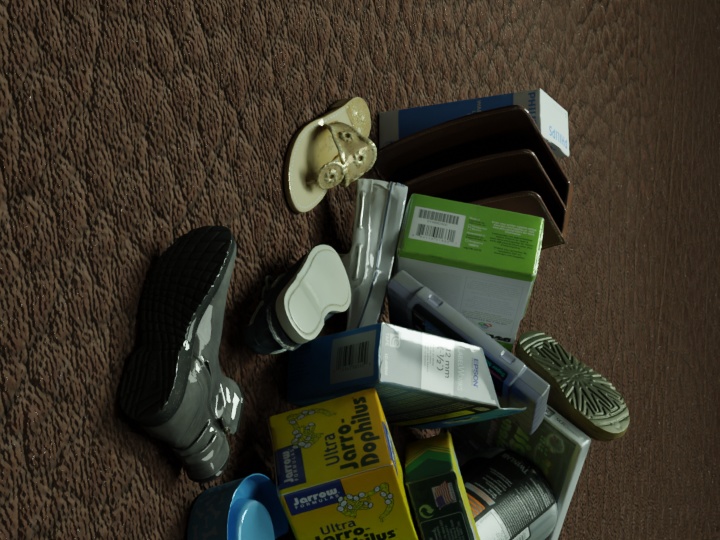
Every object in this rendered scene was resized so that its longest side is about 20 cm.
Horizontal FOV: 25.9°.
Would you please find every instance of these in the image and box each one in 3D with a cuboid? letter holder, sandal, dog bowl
[{"bbox_3d":[0.116,-0.086,1.757,0.142,0.200,0.101,55,33,-32],"label":"letter holder"},{"bbox_3d":[-0.013,-0.133,1.666,0.212,0.070,0.078,-56,134,-54],"label":"sandal"},{"bbox_3d":[-0.105,0.282,1.391,0.111,0.050,0.200,-11,93,-65],"label":"dog bowl"}]

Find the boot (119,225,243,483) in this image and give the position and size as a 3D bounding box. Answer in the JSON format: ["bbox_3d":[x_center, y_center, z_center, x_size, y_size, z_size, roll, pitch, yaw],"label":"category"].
[{"bbox_3d":[-0.139,0.072,1.363,0.132,0.070,0.200,55,48,-51],"label":"boot"}]

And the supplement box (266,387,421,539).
[{"bbox_3d":[-0.006,0.229,1.485,0.109,0.109,0.200,-104,177,-52],"label":"supplement box"}]

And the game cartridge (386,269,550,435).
[{"bbox_3d":[0.110,0.088,1.646,0.038,0.200,0.130,-49,163,-10],"label":"game cartridge"}]

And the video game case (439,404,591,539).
[{"bbox_3d":[0.166,0.204,1.776,0.023,0.182,0.200,-32,147,-35],"label":"video game case"}]

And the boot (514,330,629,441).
[{"bbox_3d":[0.216,0.189,1.780,0.066,0.175,0.200,-14,135,-31],"label":"boot"}]

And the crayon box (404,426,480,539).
[{"bbox_3d":[0.083,0.238,1.547,0.200,0.051,0.127,-71,144,-84],"label":"crayon box"}]

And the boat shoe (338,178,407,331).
[{"bbox_3d":[0.000,0.000,1.669,0.074,0.065,0.200,95,8,-78],"label":"boat shoe"}]

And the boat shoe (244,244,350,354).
[{"bbox_3d":[-0.059,0.032,1.531,0.075,0.062,0.200,59,22,-13],"label":"boat shoe"}]

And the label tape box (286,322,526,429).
[{"bbox_3d":[0.047,0.110,1.570,0.200,0.143,0.066,13,70,-38],"label":"label tape box"}]

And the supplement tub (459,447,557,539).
[{"bbox_3d":[0.111,0.291,1.713,0.200,0.122,0.123,-32,116,-35],"label":"supplement tub"}]

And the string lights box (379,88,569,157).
[{"bbox_3d":[0.133,-0.158,1.833,0.103,0.200,0.059,23,63,-63],"label":"string lights box"}]

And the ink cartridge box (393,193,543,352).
[{"bbox_3d":[0.113,0.011,1.730,0.200,0.148,0.076,95,8,-61],"label":"ink cartridge box"}]
